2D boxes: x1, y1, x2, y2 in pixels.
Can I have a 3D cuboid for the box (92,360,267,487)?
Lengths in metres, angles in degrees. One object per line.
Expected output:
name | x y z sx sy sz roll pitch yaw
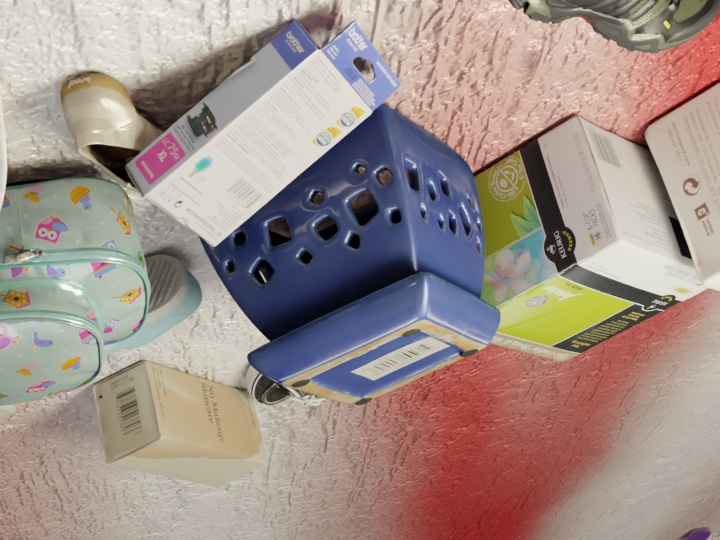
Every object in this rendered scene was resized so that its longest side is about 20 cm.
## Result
box | -0.194 0.170 1.707 0.077 0.096 0.200 -26 156 23

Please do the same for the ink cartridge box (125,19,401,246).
ink cartridge box | -0.070 -0.110 1.182 0.199 0.042 0.119 -38 153 6

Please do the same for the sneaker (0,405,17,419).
sneaker | -0.436 0.172 1.562 0.198 0.093 0.076 -15 157 -1

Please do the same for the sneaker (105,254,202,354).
sneaker | -0.235 0.055 1.450 0.198 0.075 0.082 -20 153 13

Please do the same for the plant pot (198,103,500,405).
plant pot | 0.000 0.000 1.326 0.199 0.181 0.200 -25 158 19

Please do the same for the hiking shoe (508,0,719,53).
hiking shoe | 0.197 -0.215 1.117 0.198 0.076 0.101 2 155 -32

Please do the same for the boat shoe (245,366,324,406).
boat shoe | -0.059 0.111 1.687 0.073 0.069 0.199 5 149 -38

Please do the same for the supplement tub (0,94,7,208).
supplement tub | -0.339 -0.083 1.021 0.198 0.124 0.123 -5 154 -23

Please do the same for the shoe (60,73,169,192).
shoe | -0.171 -0.084 1.206 0.069 0.054 0.200 -21 156 13

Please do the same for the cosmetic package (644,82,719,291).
cosmetic package | 0.398 -0.078 1.425 0.166 0.169 0.199 -33 150 33

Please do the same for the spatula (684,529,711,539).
spatula | 0.638 0.568 3.178 0.056 0.021 0.200 6 150 -29

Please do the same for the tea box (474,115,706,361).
tea box | 0.195 -0.022 1.468 0.196 0.135 0.199 -31 152 30

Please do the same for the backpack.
backpack | -0.265 0.013 1.252 0.198 0.154 0.176 -16 152 -14
